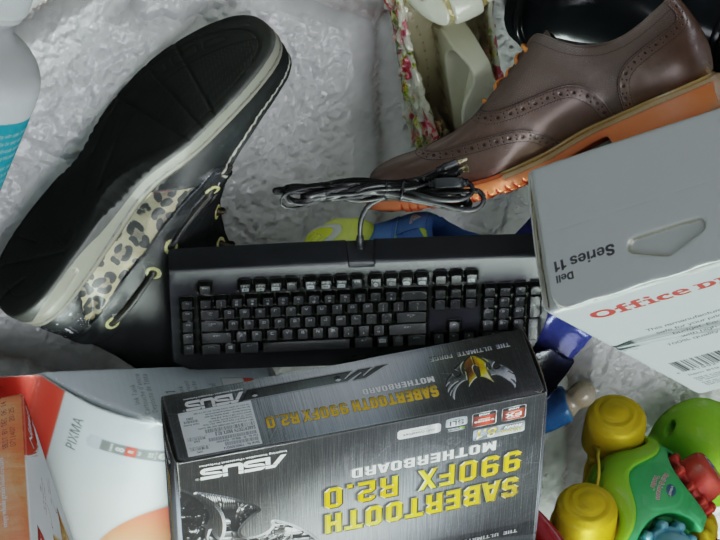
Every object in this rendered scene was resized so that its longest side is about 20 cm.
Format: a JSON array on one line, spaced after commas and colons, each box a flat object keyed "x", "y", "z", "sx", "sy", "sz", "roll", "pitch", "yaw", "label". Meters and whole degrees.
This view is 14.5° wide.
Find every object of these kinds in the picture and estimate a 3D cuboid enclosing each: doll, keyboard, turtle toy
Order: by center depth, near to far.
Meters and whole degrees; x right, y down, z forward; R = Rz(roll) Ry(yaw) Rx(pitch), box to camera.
[{"x": 0.000, "y": 0.000, "z": 1.468, "sx": 0.199, "sy": 0.021, "sz": 0.127, "roll": -3, "pitch": 125, "yaw": -4, "label": "keyboard"}, {"x": 0.080, "y": 0.044, "z": 1.631, "sx": 0.136, "sy": 0.049, "sz": 0.200, "roll": 21, "pitch": 123, "yaw": -12, "label": "doll"}, {"x": 0.173, "y": 0.150, "z": 1.695, "sx": 0.101, "sy": 0.200, "sz": 0.146, "roll": 15, "pitch": 135, "yaw": 11, "label": "turtle toy"}]

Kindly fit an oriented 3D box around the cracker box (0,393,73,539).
[{"x": -0.176, "y": 0.181, "z": 1.480, "sx": 0.058, "sy": 0.134, "sz": 0.200, "roll": -11, "pitch": 136, "yaw": 1, "label": "cracker box"}]

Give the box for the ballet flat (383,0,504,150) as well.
[{"x": 0.051, "y": -0.132, "z": 1.518, "sx": 0.075, "sy": 0.064, "sz": 0.200, "roll": -25, "pitch": 126, "yaw": -13, "label": "ballet flat"}]

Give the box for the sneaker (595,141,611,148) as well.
[{"x": 0.179, "y": -0.055, "z": 1.615, "sx": 0.200, "sy": 0.084, "sz": 0.077, "roll": 27, "pitch": 101, "yaw": -36, "label": "sneaker"}]

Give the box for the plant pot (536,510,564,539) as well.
[{"x": 0.024, "y": 0.240, "z": 1.627, "sx": 0.200, "sy": 0.201, "sz": 0.183, "roll": -17, "pitch": 140, "yaw": -18, "label": "plant pot"}]

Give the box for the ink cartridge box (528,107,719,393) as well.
[{"x": 0.195, "y": -0.011, "z": 1.484, "sx": 0.146, "sy": 0.083, "sz": 0.200, "roll": -17, "pitch": 158, "yaw": 24, "label": "ink cartridge box"}]

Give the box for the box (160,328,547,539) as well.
[{"x": -0.004, "y": 0.115, "z": 1.514, "sx": 0.199, "sy": 0.048, "sz": 0.159, "roll": -9, "pitch": 138, "yaw": -10, "label": "box"}]

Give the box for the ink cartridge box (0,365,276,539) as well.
[{"x": -0.152, "y": 0.120, "z": 1.533, "sx": 0.199, "sy": 0.050, "sz": 0.162, "roll": -4, "pitch": 140, "yaw": -23, "label": "ink cartridge box"}]

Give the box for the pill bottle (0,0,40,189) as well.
[{"x": -0.225, "y": -0.064, "z": 1.386, "sx": 0.111, "sy": 0.111, "sz": 0.200, "roll": 14, "pitch": 111, "yaw": -32, "label": "pill bottle"}]

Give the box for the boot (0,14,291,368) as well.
[{"x": -0.081, "y": -0.026, "z": 1.512, "sx": 0.204, "sy": 0.073, "sz": 0.154, "roll": -48, "pitch": 132, "yaw": 6, "label": "boot"}]

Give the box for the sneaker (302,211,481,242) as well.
[{"x": 0.053, "y": 0.043, "z": 1.548, "sx": 0.105, "sy": 0.076, "sz": 0.200, "roll": -20, "pitch": 129, "yaw": 27, "label": "sneaker"}]

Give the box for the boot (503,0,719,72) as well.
[{"x": 0.200, "y": -0.123, "z": 1.533, "sx": 0.200, "sy": 0.168, "sz": 0.077, "roll": -6, "pitch": 122, "yaw": -24, "label": "boot"}]

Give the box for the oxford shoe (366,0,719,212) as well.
[{"x": 0.090, "y": -0.085, "z": 1.492, "sx": 0.200, "sy": 0.071, "sz": 0.073, "roll": -21, "pitch": 94, "yaw": 8, "label": "oxford shoe"}]
